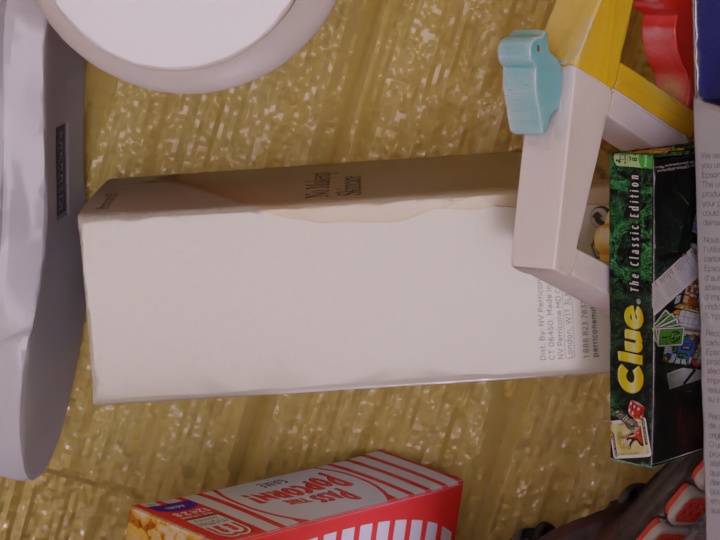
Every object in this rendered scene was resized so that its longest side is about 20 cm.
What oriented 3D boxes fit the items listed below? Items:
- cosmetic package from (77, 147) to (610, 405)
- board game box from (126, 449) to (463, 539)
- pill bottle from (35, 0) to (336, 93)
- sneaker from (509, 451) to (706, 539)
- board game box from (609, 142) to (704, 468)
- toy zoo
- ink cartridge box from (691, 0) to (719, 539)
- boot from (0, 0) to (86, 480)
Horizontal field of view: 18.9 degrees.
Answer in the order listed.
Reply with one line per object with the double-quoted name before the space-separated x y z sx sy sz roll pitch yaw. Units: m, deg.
"cosmetic package" 0.000 0.000 0.812 0.198 0.104 0.074 -3 100 -1
"board game box" -0.035 0.179 0.826 0.046 0.151 0.201 16 104 36
"pill bottle" -0.057 -0.121 0.739 0.111 0.200 0.113 0 101 0
"sneaker" 0.087 0.118 0.842 0.077 0.082 0.200 21 113 -45
"board game box" 0.155 0.002 0.779 0.023 0.199 0.106 3 98 42
"toy zoo" 0.113 -0.044 0.760 0.200 0.020 0.132 26 75 -47
"ink cartridge box" 0.187 -0.006 0.765 0.043 0.196 0.202 2 96 42
"boot" -0.160 -0.022 0.833 0.095 0.074 0.202 4 97 10
